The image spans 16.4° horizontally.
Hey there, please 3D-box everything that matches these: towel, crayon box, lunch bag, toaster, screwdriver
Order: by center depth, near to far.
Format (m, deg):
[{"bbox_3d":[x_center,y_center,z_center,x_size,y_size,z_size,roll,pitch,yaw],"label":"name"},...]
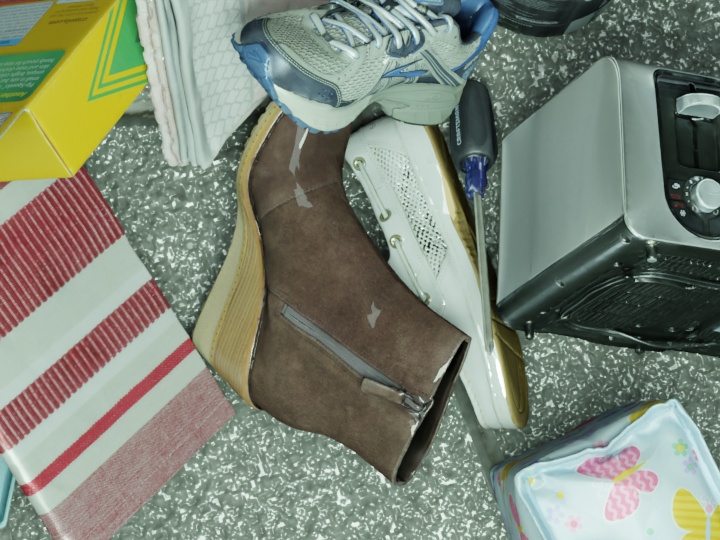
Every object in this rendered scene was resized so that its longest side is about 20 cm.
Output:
[{"bbox_3d":[-0.053,-0.178,1.357,0.032,0.201,0.191,24,55,26],"label":"towel"},{"bbox_3d":[-0.175,-0.111,1.367,0.200,0.125,0.052,-55,127,-34],"label":"crayon box"},{"bbox_3d":[0.181,-0.026,1.368,0.180,0.200,0.120,8,69,-20],"label":"toaster"},{"bbox_3d":[0.157,0.182,1.376,0.127,0.170,0.201,-26,88,-4],"label":"lunch bag"},{"bbox_3d":[-0.166,0.043,1.386,0.144,0.023,0.201,-43,111,-38],"label":"towel"},{"bbox_3d":[0.063,-0.030,1.405,0.029,0.028,0.201,-11,49,17],"label":"screwdriver"}]

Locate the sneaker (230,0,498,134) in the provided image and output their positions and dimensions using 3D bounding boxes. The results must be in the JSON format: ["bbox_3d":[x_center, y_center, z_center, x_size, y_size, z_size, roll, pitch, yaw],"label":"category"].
[{"bbox_3d":[0.006,-0.131,1.354,0.077,0.200,0.085,50,119,17],"label":"sneaker"}]

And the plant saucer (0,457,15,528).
[{"bbox_3d":[-0.217,0.045,1.452,0.069,0.019,0.201,12,86,0],"label":"plant saucer"}]

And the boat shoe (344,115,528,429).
[{"bbox_3d":[0.040,0.005,1.436,0.069,0.071,0.201,-22,73,10],"label":"boat shoe"}]

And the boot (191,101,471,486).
[{"bbox_3d":[0.000,0.000,1.399,0.166,0.072,0.201,29,106,29],"label":"boot"}]

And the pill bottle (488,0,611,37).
[{"bbox_3d":[0.109,-0.195,1.381,0.105,0.200,0.107,0,87,-1],"label":"pill bottle"}]
